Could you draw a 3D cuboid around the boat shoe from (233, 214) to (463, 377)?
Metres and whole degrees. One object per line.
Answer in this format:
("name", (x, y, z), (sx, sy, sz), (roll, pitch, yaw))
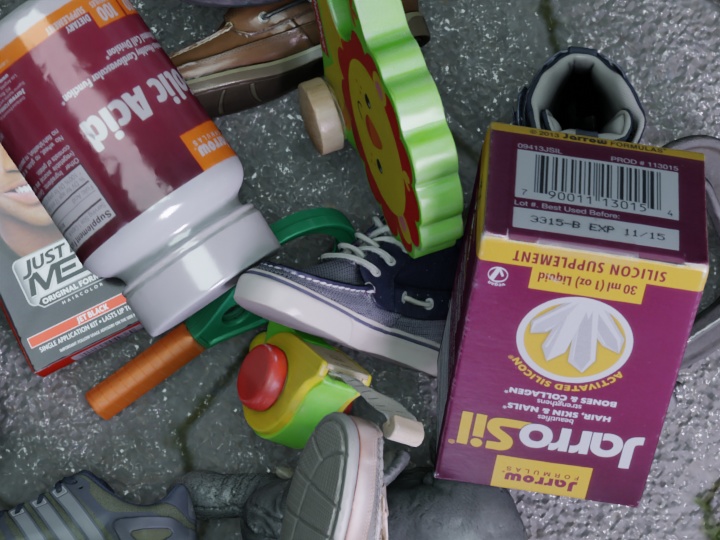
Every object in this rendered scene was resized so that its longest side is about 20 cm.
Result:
("boat shoe", (0.000, 0.000, 1.579), (0.074, 0.200, 0.093), (17, 87, 32))

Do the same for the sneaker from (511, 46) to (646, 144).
("sneaker", (0.128, -0.038, 1.601), (0.077, 0.146, 0.203), (1, 87, -3))

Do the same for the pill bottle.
("pill bottle", (-0.142, -0.069, 1.553), (0.114, 0.114, 0.200), (-35, 89, -3))

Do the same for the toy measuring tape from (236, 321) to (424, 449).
("toy measuring tape", (-0.024, 0.086, 1.576), (0.073, 0.200, 0.074), (-9, 112, -24))

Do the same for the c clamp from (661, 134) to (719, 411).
("c clamp", (0.181, 0.013, 1.596), (0.170, 0.200, 0.027), (-29, 42, -7))

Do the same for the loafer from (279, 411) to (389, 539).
("loafer", (-0.012, 0.178, 1.496), (0.063, 0.072, 0.201), (7, 104, -27))

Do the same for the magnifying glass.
("magnifying glass", (-0.087, 0.028, 1.634), (0.200, 0.080, 0.022), (-37, 58, 5))

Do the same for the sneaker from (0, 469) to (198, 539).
("sneaker", (-0.191, 0.164, 1.615), (0.199, 0.074, 0.081), (6, 73, 7))

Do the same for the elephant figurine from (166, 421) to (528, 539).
("elephant figurine", (-0.008, 0.163, 1.577), (0.199, 0.155, 0.142), (1, 62, -12))

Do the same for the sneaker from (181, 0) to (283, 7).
("sneaker", (-0.042, -0.226, 1.628), (0.201, 0.108, 0.067), (-16, 124, -7))

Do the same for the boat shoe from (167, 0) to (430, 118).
("boat shoe", (-0.059, -0.148, 1.647), (0.199, 0.072, 0.068), (-17, 82, -12))

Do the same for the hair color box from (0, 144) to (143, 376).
("hair color box", (-0.201, -0.045, 1.636), (0.101, 0.061, 0.200), (-26, 86, -3))

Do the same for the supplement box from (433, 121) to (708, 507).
("supplement box", (0.118, 0.027, 1.503), (0.130, 0.200, 0.103), (7, 43, -1))

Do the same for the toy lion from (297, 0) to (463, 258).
("toy lion", (0.010, -0.114, 1.521), (0.068, 0.192, 0.201), (-18, 118, -10))
